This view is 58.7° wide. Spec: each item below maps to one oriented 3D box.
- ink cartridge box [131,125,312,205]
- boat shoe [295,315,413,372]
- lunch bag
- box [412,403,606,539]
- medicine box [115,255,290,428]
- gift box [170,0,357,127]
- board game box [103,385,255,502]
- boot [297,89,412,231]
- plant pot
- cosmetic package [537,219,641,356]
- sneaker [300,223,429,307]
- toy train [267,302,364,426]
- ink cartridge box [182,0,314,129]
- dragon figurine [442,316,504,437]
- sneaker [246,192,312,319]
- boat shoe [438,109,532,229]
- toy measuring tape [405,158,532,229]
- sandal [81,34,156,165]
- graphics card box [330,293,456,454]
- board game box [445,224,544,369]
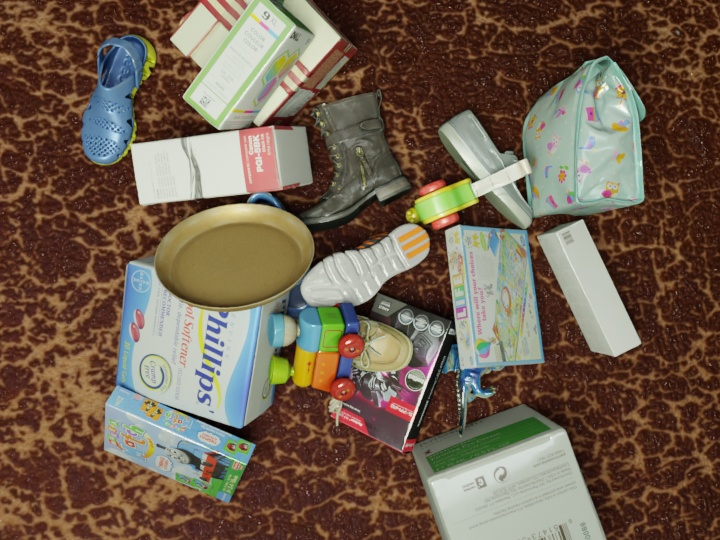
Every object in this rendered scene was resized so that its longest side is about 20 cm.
[{"bbox_3d":[-0.182,-0.144,0.869,0.199,0.147,0.083,-4,100,12],"label":"ink cartridge box"},{"bbox_3d":[-0.025,0.097,0.911,0.200,0.063,0.073,11,83,22],"label":"boat shoe"},{"bbox_3d":[0.314,-0.183,0.918,0.122,0.170,0.201,-1,88,-9],"label":"lunch bag"},{"bbox_3d":[0.203,0.326,0.904,0.199,0.171,0.200,-20,90,-4],"label":"box"},{"bbox_3d":[-0.212,0.088,0.871,0.200,0.103,0.183,13,102,15],"label":"medicine box"},{"bbox_3d":[-0.134,-0.317,0.890,0.185,0.200,0.187,-43,96,10],"label":"gift box"},{"bbox_3d":[-0.257,0.246,0.894,0.200,0.151,0.037,25,48,-2],"label":"board game box"},{"bbox_3d":[-0.032,-0.164,0.955,0.200,0.069,0.174,-24,85,-8],"label":"boot"},{"bbox_3d":[-0.158,-0.015,0.815,0.199,0.200,0.028,-4,132,-4],"label":"plant pot"},{"bbox_3d":[0.341,0.025,0.962,0.051,0.083,0.200,-26,91,-6],"label":"cosmetic package"},{"bbox_3d":[0.000,0.000,0.921,0.200,0.112,0.078,-24,93,-17],"label":"sneaker"},{"bbox_3d":[-0.069,0.136,0.843,0.115,0.085,0.200,2,121,-15],"label":"toy train"},{"bbox_3d":[-0.112,-0.260,0.749,0.059,0.104,0.200,40,105,-3],"label":"ink cartridge box"},{"bbox_3d":[0.151,0.139,0.938,0.099,0.059,0.200,40,63,-11],"label":"dragon figurine"},{"bbox_3d":[-0.117,-0.024,0.910,0.074,0.082,0.200,-24,72,-6],"label":"sneaker"},{"bbox_3d":[0.203,-0.155,0.960,0.071,0.070,0.201,-39,89,1],"label":"boat shoe"},{"bbox_3d":[0.143,-0.107,0.915,0.200,0.074,0.074,-21,91,35],"label":"toy measuring tape"},{"bbox_3d":[-0.357,-0.251,0.919,0.079,0.087,0.201,13,90,-5],"label":"sandal"},{"bbox_3d":[0.050,0.147,0.933,0.125,0.051,0.200,21,87,27],"label":"graphics card box"},{"bbox_3d":[0.195,0.038,0.930,0.134,0.034,0.201,2,77,-31],"label":"board game box"}]
